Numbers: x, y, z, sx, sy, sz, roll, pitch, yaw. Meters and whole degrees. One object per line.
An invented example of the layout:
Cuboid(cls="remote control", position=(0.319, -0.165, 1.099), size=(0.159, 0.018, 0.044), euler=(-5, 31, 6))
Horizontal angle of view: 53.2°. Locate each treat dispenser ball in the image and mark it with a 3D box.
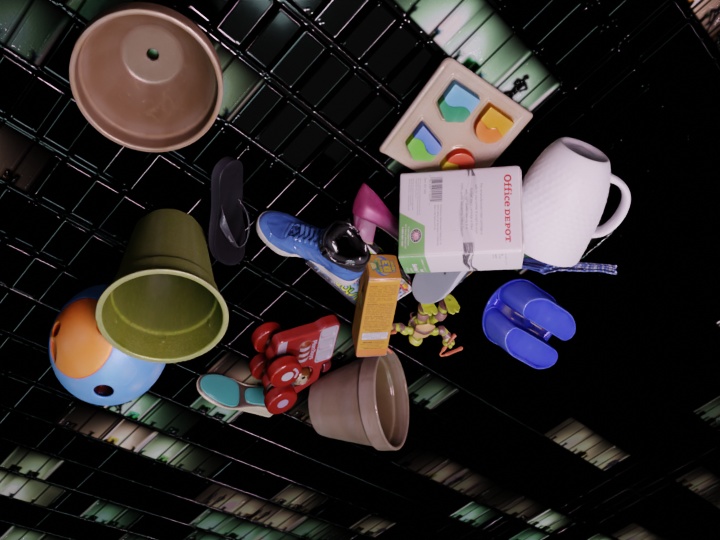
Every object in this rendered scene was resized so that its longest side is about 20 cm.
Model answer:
Cuboid(cls="treat dispenser ball", position=(-0.428, 0.126, 1.231), size=(0.195, 0.204, 0.204), euler=(-6, 134, -6))

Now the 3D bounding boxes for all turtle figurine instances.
Cuboid(cls="turtle figurine", position=(0.136, 0.107, 1.423), size=(0.195, 0.066, 0.162), euler=(10, 143, -15))

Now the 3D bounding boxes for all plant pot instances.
Cuboid(cls="plant pot", position=(-0.283, -0.270, 0.968), size=(0.195, 0.094, 0.204), euler=(-6, 133, -7))
Cuboid(cls="plant pot", position=(-0.009, 0.274, 1.481), size=(0.169, 0.204, 0.202), euler=(-11, 137, 21))
Cuboid(cls="plant pot", position=(-0.312, 0.009, 1.153), size=(0.194, 0.193, 0.203), euler=(-6, 134, -7))

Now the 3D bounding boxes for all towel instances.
Cuboid(cls="towel", position=(0.347, -0.008, 1.299), size=(0.196, 0.144, 0.025), euler=(3, 94, -33))

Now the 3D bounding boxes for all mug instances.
Cuboid(cls="mug", position=(0.359, -0.117, 1.206), size=(0.195, 0.149, 0.179), euler=(11, 121, -14))

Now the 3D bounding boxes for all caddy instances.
Cuboid(cls="caddy", position=(0.333, 0.104, 1.441), size=(0.198, 0.105, 0.143), euler=(29, 98, -32))

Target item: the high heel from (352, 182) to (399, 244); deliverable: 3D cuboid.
Cuboid(cls="high heel", position=(0.076, -0.091, 1.239), size=(0.195, 0.067, 0.099), euler=(3, 110, -31))

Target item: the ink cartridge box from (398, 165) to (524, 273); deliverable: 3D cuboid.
Cuboid(cls="ink cartridge box", position=(0.162, -0.079, 1.154), size=(0.194, 0.150, 0.085), euler=(-1, 160, 13))

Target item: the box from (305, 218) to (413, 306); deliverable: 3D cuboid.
Cuboid(cls="box", position=(0.000, 0.000, 1.319), size=(0.109, 0.035, 0.199), euler=(-34, 130, 19))

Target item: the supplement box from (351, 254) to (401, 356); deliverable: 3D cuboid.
Cuboid(cls="supplement box", position=(0.028, 0.067, 1.316), size=(0.067, 0.068, 0.203), euler=(-2, 134, -9))

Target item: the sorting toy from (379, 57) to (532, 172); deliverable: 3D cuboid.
Cuboid(cls="sorting toy", position=(0.154, -0.217, 1.148), size=(0.197, 0.037, 0.186), euler=(22, 124, -29))

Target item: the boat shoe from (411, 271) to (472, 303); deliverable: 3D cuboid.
Cuboid(cls="boat shoe", position=(0.180, -0.012, 1.309), size=(0.090, 0.072, 0.200), euler=(-14, 155, -49))

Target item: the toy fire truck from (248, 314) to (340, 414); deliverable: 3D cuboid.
Cuboid(cls="toy fire truck", position=(-0.125, 0.181, 1.422), size=(0.164, 0.113, 0.203), euler=(-13, 138, -26))

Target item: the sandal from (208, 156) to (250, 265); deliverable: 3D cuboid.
Cuboid(cls="sandal", position=(-0.209, -0.084, 1.163), size=(0.042, 0.076, 0.204), euler=(26, 136, 22))

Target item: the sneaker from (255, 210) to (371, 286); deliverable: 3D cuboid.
Cuboid(cls="sneaker", position=(-0.073, -0.055, 1.178), size=(0.197, 0.078, 0.111), euler=(32, 149, -6))

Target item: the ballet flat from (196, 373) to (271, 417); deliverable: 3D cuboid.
Cuboid(cls="ballet flat", position=(-0.257, 0.266, 1.496), size=(0.196, 0.070, 0.070), euler=(20, 127, -27))
